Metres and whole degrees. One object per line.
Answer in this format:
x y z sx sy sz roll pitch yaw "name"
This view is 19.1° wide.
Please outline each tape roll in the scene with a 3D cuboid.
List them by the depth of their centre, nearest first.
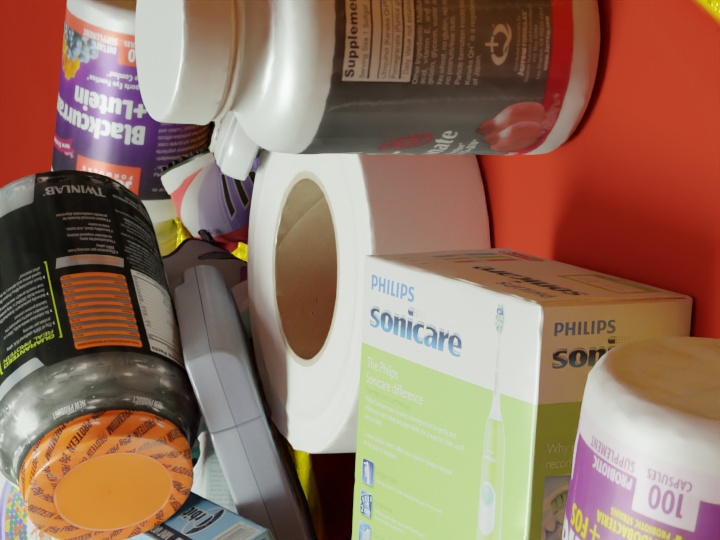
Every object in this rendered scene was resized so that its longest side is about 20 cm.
0.000 0.000 1.171 0.202 0.070 0.205 179 90 -68 "tape roll"

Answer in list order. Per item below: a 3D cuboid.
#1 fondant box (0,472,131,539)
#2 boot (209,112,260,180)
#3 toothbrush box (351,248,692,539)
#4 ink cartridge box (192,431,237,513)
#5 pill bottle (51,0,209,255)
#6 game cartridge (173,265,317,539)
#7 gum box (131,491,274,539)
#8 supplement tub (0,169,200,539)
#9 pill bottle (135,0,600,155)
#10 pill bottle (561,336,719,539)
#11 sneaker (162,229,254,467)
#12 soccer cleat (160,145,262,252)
-0.231 0.156 1.497 0.198 0.058 0.146 -10 69 28 "fondant box"
-0.085 -0.145 1.259 0.074 0.095 0.201 116 170 -50 "boot"
0.067 0.100 0.959 0.145 0.085 0.202 15 106 59 "toothbrush box"
-0.105 0.149 1.443 0.200 0.040 0.202 121 151 -62 "ink cartridge box"
-0.163 -0.102 1.528 0.111 0.110 0.202 -131 45 -59 "pill bottle"
-0.061 0.110 1.252 0.134 0.040 0.201 -102 -5 -62 "game cartridge"
-0.050 0.227 1.211 0.201 0.044 0.170 63 162 -13 "gum box"
-0.162 0.050 1.237 0.123 0.121 0.201 111 151 -43 "supplement tub"
0.001 -0.109 0.989 0.111 0.198 0.112 179 90 -69 "pill bottle"
0.125 0.135 0.798 0.112 0.111 0.202 -140 53 -62 "pill bottle"
-0.145 0.058 1.354 0.140 0.200 0.078 37 162 30 "sneaker"
-0.068 -0.055 1.370 0.200 0.068 0.074 -16 99 64 "soccer cleat"
